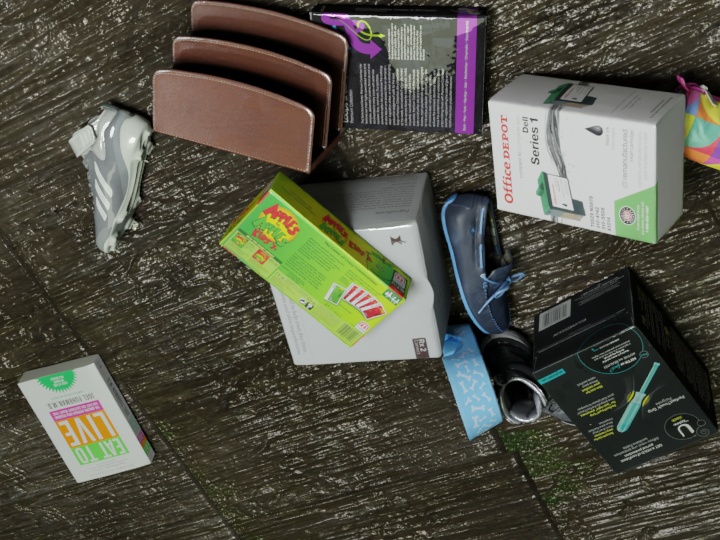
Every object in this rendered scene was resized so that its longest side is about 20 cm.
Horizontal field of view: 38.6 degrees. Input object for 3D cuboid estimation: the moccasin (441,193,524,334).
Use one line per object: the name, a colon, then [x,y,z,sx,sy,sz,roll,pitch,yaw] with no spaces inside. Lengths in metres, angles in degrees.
moccasin: [0.158,-0.003,1.286,0.068,0.080,0.200,-6,124,29]

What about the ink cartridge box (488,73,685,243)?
ink cartridge box: [0.248,-0.127,1.136,0.200,0.084,0.146,15,129,35]

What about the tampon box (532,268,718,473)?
tampon box: [0.336,0.130,1.314,0.150,0.126,0.200,-30,114,27]

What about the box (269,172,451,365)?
box: [0.000,0.000,1.292,0.200,0.131,0.199,-4,122,14]

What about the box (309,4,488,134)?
box: [0.045,-0.232,1.186,0.200,0.036,0.143,3,124,8]

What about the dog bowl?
dog bowl: [0.139,0.136,1.322,0.050,0.200,0.112,-18,109,5]

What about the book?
book: [-0.419,0.227,1.588,0.134,0.048,0.200,-15,118,16]

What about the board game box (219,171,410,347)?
board game box: [-0.051,-0.010,1.189,0.200,0.048,0.102,39,121,-14]

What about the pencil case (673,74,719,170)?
pencil case: [0.428,-0.144,1.139,0.200,0.088,0.088,19,125,-3]

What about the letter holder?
letter holder: [-0.125,-0.215,1.168,0.200,0.101,0.142,17,126,14]

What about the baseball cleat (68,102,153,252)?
baseball cleat: [-0.329,-0.122,1.325,0.106,0.070,0.200,25,116,3]

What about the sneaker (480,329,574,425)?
sneaker: [0.238,0.170,1.362,0.200,0.114,0.075,38,119,-20]
